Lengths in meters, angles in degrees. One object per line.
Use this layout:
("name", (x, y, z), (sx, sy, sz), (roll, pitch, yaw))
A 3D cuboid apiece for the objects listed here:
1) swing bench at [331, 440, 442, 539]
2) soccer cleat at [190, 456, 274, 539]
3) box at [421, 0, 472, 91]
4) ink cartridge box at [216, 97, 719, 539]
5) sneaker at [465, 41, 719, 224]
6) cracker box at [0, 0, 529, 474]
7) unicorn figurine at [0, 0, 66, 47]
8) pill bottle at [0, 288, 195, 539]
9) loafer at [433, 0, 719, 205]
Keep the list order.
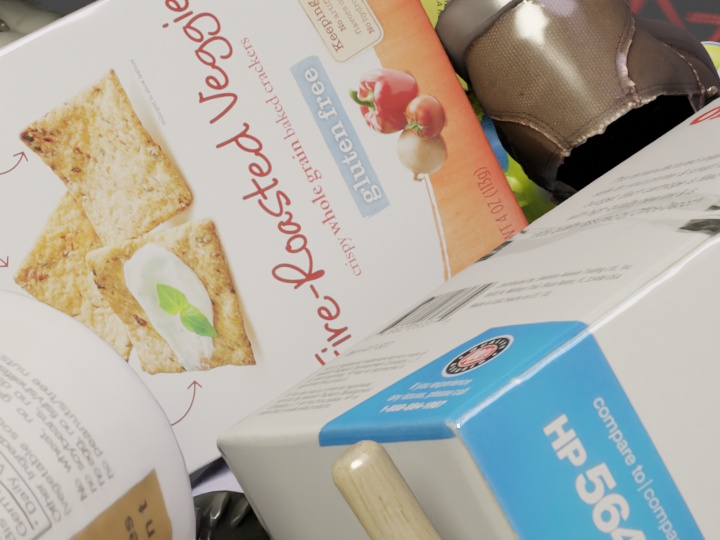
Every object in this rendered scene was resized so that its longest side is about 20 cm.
("swing bench", (-0.007, 0.184, 0.649), (0.200, 0.130, 0.199), (45, 42, 4))
("soccer cleat", (-0.035, 0.088, 0.860), (0.068, 0.073, 0.200), (59, 34, -6))
("box", (-0.003, -0.109, 1.081), (0.200, 0.050, 0.075), (15, 29, 41))
("ink cartridge box", (0.083, 0.024, 0.792), (0.200, 0.146, 0.085), (-33, 99, -24))
("sneaker", (0.054, -0.058, 1.084), (0.200, 0.076, 0.105), (-24, 53, -39))
("cracker box", (-0.061, -0.013, 0.870), (0.200, 0.058, 0.134), (-29, 95, -19))
("unicorn figurine", (-0.128, -0.073, 1.048), (0.200, 0.074, 0.137), (-32, 58, -25))
("pill bottle", (-0.129, 0.086, 0.674), (0.114, 0.115, 0.200), (28, 27, 13))
("loafer", (0.082, -0.041, 0.950), (0.071, 0.073, 0.200), (59, 14, 22))
